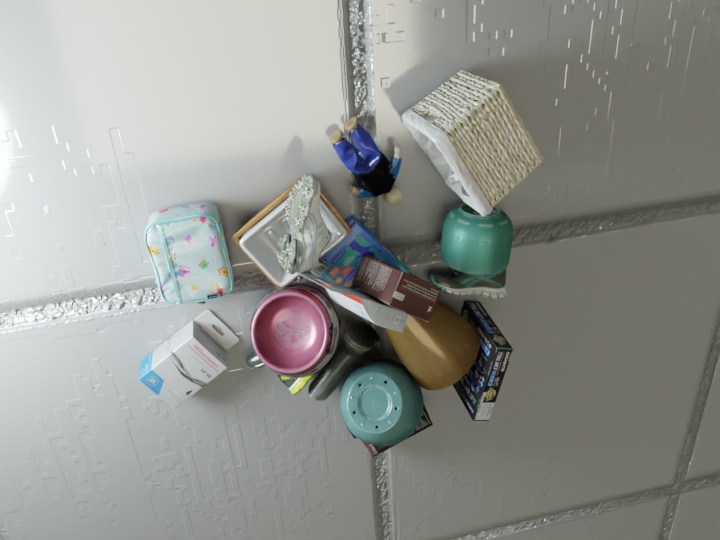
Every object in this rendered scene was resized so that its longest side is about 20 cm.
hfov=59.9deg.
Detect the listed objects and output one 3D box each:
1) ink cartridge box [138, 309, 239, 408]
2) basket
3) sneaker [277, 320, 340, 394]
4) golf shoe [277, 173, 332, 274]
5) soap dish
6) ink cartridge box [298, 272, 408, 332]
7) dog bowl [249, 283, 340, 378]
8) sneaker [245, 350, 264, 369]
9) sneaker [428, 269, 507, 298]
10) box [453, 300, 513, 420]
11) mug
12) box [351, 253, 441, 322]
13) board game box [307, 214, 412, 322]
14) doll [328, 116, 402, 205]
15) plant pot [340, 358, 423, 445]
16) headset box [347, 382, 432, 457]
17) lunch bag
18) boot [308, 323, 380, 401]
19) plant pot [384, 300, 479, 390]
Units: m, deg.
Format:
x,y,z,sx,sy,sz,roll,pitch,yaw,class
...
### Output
x,y,z,sx,sy,sz,roll,pitch,yaw,class
-0.372,0.194,1.368,0.199,0.067,0.116,-38,119,8,ink cartridge box
0.211,-0.253,1.200,0.160,0.199,0.200,-40,119,5,basket
-0.120,0.184,1.421,0.084,0.074,0.202,36,92,1,sneaker
-0.096,-0.090,1.200,0.095,0.078,0.203,-3,125,-32,golf shoe
-0.140,-0.081,1.269,0.199,0.082,0.158,-37,120,8,soap dish
-0.023,0.063,1.256,0.197,0.159,0.048,18,93,-34,ink cartridge box
-0.144,0.129,1.316,0.195,0.074,0.205,0,88,4,dog bowl
-0.183,0.141,1.396,0.199,0.075,0.080,-37,103,4,sneaker
0.249,0.008,1.431,0.196,0.077,0.093,4,101,-20,sneaker
0.270,0.207,1.457,0.049,0.201,0.202,5,116,-18,box
0.251,-0.084,1.340,0.148,0.186,0.117,6,117,10,mug
0.068,0.031,1.256,0.099,0.200,0.076,24,93,-25,box
0.000,0.000,1.368,0.152,0.045,0.200,-43,119,10,board game box
0.026,-0.210,1.260,0.135,0.049,0.201,-35,120,8,doll
0.042,0.300,1.415,0.196,0.161,0.206,-1,79,8,plant pot
0.060,0.362,1.560,0.197,0.075,0.150,-29,120,2,headset box
-0.342,-0.026,1.250,0.157,0.077,0.204,-11,120,-8,lunch bag
-0.052,0.213,1.420,0.199,0.073,0.181,-42,161,12,boot
0.136,0.132,1.386,0.186,0.187,0.200,-40,122,10,plant pot
